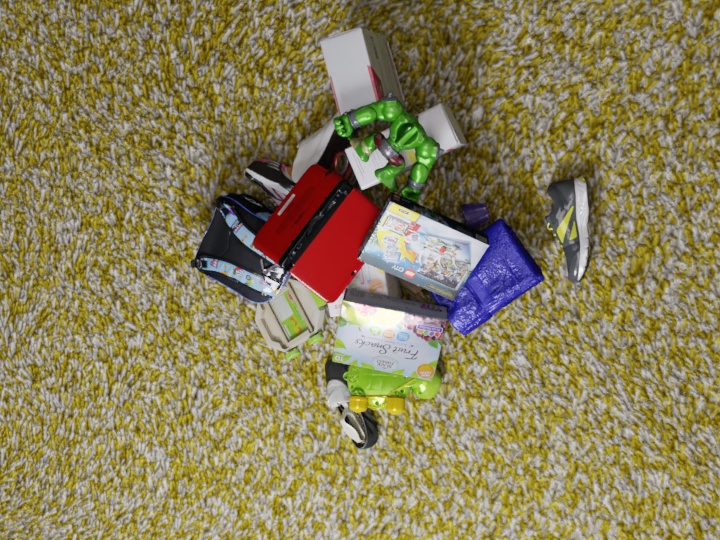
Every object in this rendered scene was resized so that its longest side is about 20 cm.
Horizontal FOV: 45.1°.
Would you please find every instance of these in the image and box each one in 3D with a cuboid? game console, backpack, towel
[{"bbox_3d":[-0.073,-0.072,1.631,0.200,0.119,0.172,-52,45,-4],"label":"game console"},{"bbox_3d":[-0.210,-0.039,1.732,0.199,0.134,0.183,31,107,18],"label":"backpack"},{"bbox_3d":[0.229,0.015,1.641,0.200,0.050,0.148,-37,92,17],"label":"towel"}]

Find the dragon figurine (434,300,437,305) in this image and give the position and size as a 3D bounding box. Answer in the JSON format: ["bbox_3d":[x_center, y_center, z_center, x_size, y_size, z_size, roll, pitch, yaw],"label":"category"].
[{"bbox_3d":[0.212,-0.001,1.699,0.099,0.059,0.201,21,102,9],"label":"dragon figurine"}]

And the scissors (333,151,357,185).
[{"bbox_3d":[-0.051,-0.141,1.704,0.014,0.073,0.201,10,75,44],"label":"scissors"}]

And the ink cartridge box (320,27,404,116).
[{"bbox_3d":[0.008,-0.363,1.615,0.083,0.200,0.146,-14,96,18],"label":"ink cartridge box"}]

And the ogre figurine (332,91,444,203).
[{"bbox_3d":[0.060,-0.220,1.514,0.120,0.098,0.200,-39,85,22],"label":"ogre figurine"}]

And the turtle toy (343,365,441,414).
[{"bbox_3d":[0.063,0.219,1.745,0.199,0.101,0.147,3,76,10],"label":"turtle toy"}]

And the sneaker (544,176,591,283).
[{"bbox_3d":[0.393,-0.077,1.646,0.084,0.074,0.201,0,90,19],"label":"sneaker"}]

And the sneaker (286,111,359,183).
[{"bbox_3d":[-0.077,-0.259,1.713,0.085,0.073,0.200,35,86,34],"label":"sneaker"}]

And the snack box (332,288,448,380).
[{"bbox_3d":[0.055,0.122,1.648,0.199,0.053,0.143,11,120,1],"label":"snack box"}]

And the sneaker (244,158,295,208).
[{"bbox_3d":[-0.153,-0.149,1.752,0.199,0.080,0.087,31,125,16],"label":"sneaker"}]

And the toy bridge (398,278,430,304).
[{"bbox_3d":[0.101,0.023,1.709,0.027,0.067,0.200,-38,119,-9],"label":"toy bridge"}]

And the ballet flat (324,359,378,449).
[{"bbox_3d":[-0.025,0.279,1.789,0.068,0.068,0.201,-29,91,35],"label":"ballet flat"}]

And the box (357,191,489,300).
[{"bbox_3d":[0.113,-0.042,1.569,0.199,0.038,0.137,23,122,-12],"label":"box"}]

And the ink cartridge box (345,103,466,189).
[{"bbox_3d":[0.088,-0.234,1.638,0.199,0.145,0.084,-23,92,15],"label":"ink cartridge box"}]

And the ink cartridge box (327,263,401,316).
[{"bbox_3d":[0.000,0.000,1.713,0.128,0.125,0.201,-9,96,14],"label":"ink cartridge box"}]

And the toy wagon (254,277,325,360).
[{"bbox_3d":[-0.129,0.082,1.775,0.200,0.040,0.156,-34,79,27],"label":"toy wagon"}]

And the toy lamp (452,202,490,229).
[{"bbox_3d":[0.155,-0.085,1.694,0.199,0.058,0.059,-18,95,8],"label":"toy lamp"}]
